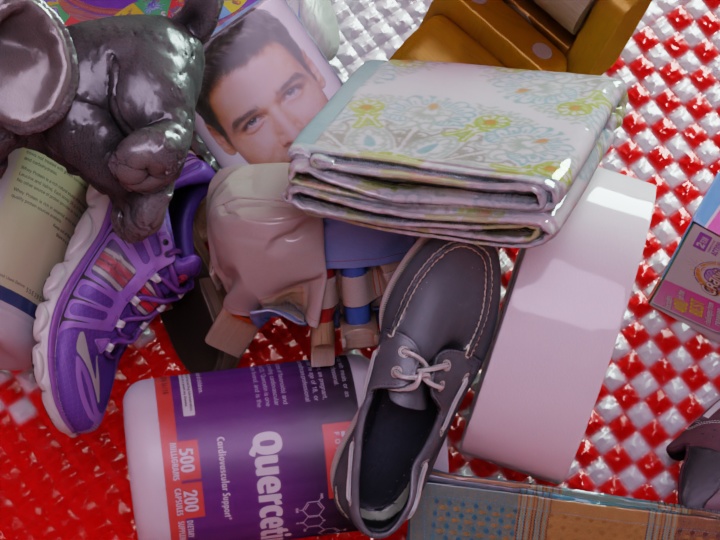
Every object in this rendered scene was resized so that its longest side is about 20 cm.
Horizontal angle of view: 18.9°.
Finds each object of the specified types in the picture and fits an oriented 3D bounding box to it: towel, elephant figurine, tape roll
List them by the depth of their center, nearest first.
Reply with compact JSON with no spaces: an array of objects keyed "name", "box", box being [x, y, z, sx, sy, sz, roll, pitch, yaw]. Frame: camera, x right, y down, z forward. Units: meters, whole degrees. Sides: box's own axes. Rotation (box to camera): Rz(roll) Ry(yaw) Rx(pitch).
[{"name":"elephant figurine","box":[-0.201,-0.102,1.284,0.199,0.142,0.156,17,46,-11]},{"name":"towel","box":[0.059,-0.075,1.305,0.170,0.048,0.200,8,28,16]},{"name":"towel","box":[0.121,0.203,1.363,0.199,0.022,0.147,8,111,-3]},{"name":"tape roll","box":[0.124,0.030,1.371,0.070,0.203,0.203,17,70,4]}]

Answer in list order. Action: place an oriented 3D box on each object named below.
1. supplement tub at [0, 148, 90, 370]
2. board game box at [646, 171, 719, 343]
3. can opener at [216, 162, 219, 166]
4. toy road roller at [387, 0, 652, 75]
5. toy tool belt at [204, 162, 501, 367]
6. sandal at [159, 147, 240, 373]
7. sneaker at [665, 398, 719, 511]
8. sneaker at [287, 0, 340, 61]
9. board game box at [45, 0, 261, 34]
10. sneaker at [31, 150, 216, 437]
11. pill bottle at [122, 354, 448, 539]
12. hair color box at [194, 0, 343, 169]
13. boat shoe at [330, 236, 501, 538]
[{"name":"supplement tub","box":[-0.244,-0.050,1.400,0.144,0.145,0.201,16,74,2]},{"name":"board game box","box":[0.295,0.028,1.407,0.199,0.153,0.040,30,70,7]},{"name":"can opener","box":[-0.121,-0.108,1.483,0.199,0.053,0.067,13,69,2]},{"name":"toy road roller","box":[0.090,-0.148,1.436,0.123,0.200,0.146,41,51,11]},{"name":"toy tool belt","box":[0.000,0.000,1.359,0.199,0.124,0.125,0,28,0]},{"name":"sandal","box":[-0.111,-0.033,1.463,0.069,0.078,0.213,-11,76,-41]},{"name":"sneaker","box":[0.273,0.172,1.404,0.115,0.076,0.200,-34,65,-9]},{"name":"sneaker","box":[-0.057,-0.227,1.525,0.072,0.072,0.201,-13,63,18]},{"name":"board game box","box":[-0.141,-0.224,1.448,0.200,0.039,0.158,-36,69,-21]},{"name":"sneaker","box":[-0.146,0.010,1.365,0.083,0.081,0.201,13,76,19]},{"name":"pill bottle","box":[-0.048,0.115,1.376,0.199,0.113,0.113,-7,71,-5]},{"name":"hair color box","box":[-0.037,-0.075,1.432,0.099,0.061,0.200,-35,93,2]},{"name":"boat shoe","box":[0.037,0.068,1.278,0.072,0.062,0.201,18,108,-12]}]
